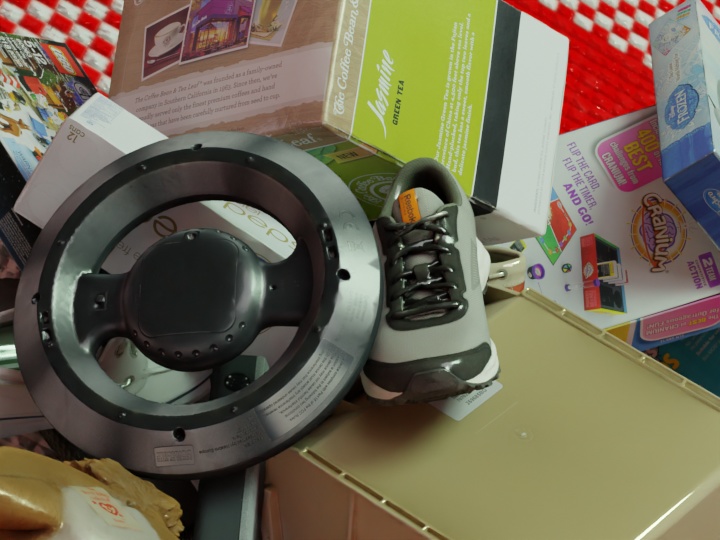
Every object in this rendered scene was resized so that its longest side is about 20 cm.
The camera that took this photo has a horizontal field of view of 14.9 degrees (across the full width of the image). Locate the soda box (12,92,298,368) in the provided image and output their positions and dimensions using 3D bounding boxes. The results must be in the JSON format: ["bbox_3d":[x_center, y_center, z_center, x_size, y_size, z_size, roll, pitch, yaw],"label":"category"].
[{"bbox_3d":[-0.089,-0.014,1.545,0.200,0.068,0.064,33,19,-1],"label":"soda box"}]

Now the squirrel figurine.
[{"bbox_3d":[-0.169,0.188,1.367,0.141,0.187,0.200,32,12,-5],"label":"squirrel figurine"}]

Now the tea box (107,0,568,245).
[{"bbox_3d":[-0.017,-0.098,1.643,0.197,0.200,0.134,25,66,-40],"label":"tea box"}]

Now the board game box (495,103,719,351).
[{"bbox_3d":[0.125,-0.010,1.754,0.200,0.040,0.153,-17,58,2],"label":"board game box"}]

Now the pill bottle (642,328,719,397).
[{"bbox_3d":[0.205,0.022,1.825,0.200,0.111,0.111,41,40,5],"label":"pill bottle"}]

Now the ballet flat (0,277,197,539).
[{"bbox_3d":[-0.158,0.085,1.560,0.067,0.046,0.200,-22,61,-38],"label":"ballet flat"}]

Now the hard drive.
[{"bbox_3d":[-0.072,0.164,1.469,0.033,0.140,0.200,4,45,0],"label":"hard drive"}]

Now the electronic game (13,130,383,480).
[{"bbox_3d":[-0.086,0.016,1.450,0.200,0.042,0.200,-6,62,11],"label":"electronic game"}]

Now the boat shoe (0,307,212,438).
[{"bbox_3d":[-0.149,0.047,1.517,0.200,0.067,0.074,-16,58,-34],"label":"boat shoe"}]

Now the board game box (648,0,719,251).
[{"bbox_3d":[0.259,-0.050,1.767,0.200,0.043,0.199,48,24,-24],"label":"board game box"}]

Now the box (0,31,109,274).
[{"bbox_3d":[-0.180,-0.059,1.647,0.137,0.038,0.200,3,48,-57],"label":"box"}]

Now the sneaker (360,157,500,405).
[{"bbox_3d":[0.031,0.008,1.469,0.074,0.079,0.200,-10,28,5],"label":"sneaker"}]

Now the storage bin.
[{"bbox_3d":[0.081,0.120,1.467,0.198,0.094,0.200,31,45,28],"label":"storage bin"}]

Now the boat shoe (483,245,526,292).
[{"bbox_3d":[0.000,0.000,1.619,0.200,0.063,0.071,13,29,11],"label":"boat shoe"}]

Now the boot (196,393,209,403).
[{"bbox_3d":[-0.030,0.052,1.660,0.200,0.074,0.096,0,21,-14],"label":"boot"}]
